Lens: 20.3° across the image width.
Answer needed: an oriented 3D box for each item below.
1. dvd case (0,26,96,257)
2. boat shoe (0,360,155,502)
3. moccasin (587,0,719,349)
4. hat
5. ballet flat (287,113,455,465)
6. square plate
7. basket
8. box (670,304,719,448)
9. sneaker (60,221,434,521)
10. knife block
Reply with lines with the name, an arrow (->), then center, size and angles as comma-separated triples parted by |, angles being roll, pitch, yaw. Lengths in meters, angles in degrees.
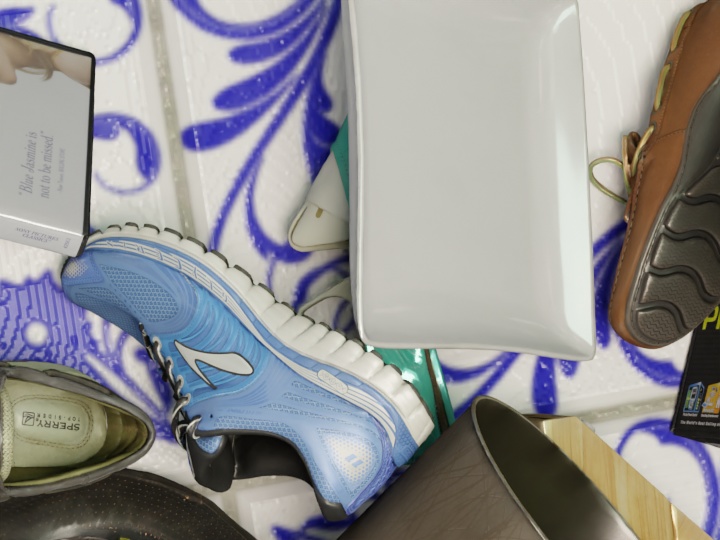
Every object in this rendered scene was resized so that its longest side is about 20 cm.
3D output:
dvd case -> -0.218, -0.080, 0.914 | 0.199, 0.018, 0.143 | 14, 39, -17
boat shoe -> -0.177, 0.070, 0.901 | 0.201, 0.066, 0.072 | 2, 88, -49
moccasin -> 0.170, -0.055, 1.066 | 0.074, 0.078, 0.202 | 20, 77, -32
hat -> -0.132, 0.179, 0.923 | 0.200, 0.201, 0.081 | -8, 125, -18
ballet flat -> 0.000, 0.000, 1.009 | 0.070, 0.067, 0.201 | -9, 88, -4
square plate -> 0.051, -0.056, 0.998 | 0.200, 0.028, 0.199 | 6, 80, -51
basket -> 0.029, 0.178, 0.940 | 0.200, 0.136, 0.180 | -38, 129, 13
box -> 0.237, 0.015, 1.013 | 0.044, 0.200, 0.161 | 16, 83, -18
sneaker -> -0.068, 0.049, 0.937 | 0.200, 0.079, 0.089 | 29, 74, 25
knife block -> 0.111, 0.195, 1.034 | 0.200, 0.064, 0.176 | 42, 75, -12
